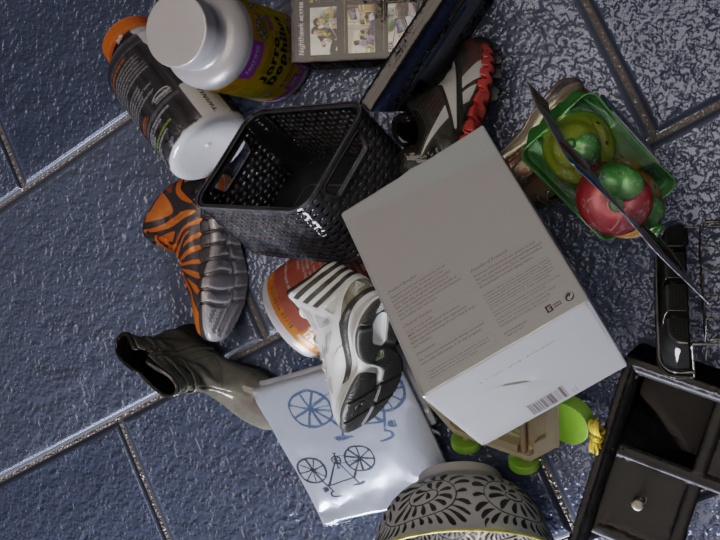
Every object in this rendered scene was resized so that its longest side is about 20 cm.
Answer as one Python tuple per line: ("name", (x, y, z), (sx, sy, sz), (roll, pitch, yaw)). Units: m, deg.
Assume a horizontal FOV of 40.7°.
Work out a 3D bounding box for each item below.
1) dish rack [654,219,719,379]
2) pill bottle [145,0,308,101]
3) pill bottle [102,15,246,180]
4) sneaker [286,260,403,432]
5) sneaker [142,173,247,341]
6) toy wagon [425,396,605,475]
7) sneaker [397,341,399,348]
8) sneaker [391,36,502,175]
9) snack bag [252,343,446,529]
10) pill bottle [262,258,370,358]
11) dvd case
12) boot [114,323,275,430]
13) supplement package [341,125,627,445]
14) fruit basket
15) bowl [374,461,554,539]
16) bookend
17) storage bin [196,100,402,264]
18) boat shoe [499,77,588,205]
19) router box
("dish rack", (0.368, 0.020, 0.871), (0.199, 0.055, 0.154), (-2, 53, 17))
("pill bottle", (-0.141, -0.242, 1.043), (0.104, 0.200, 0.105), (2, 95, 25))
("pill bottle", (-0.224, -0.208, 1.127), (0.106, 0.106, 0.200), (-47, 65, 20))
("sneaker", (-0.019, 0.068, 0.987), (0.115, 0.076, 0.201), (42, 143, 32))
("sneaker", (-0.200, -0.014, 1.162), (0.112, 0.078, 0.201), (-3, 81, 29))
("toy wagon", (0.151, 0.130, 0.960), (0.200, 0.040, 0.155), (14, 127, 33))
("sneaker", (0.088, 0.058, 1.026), (0.200, 0.077, 0.084), (-36, 87, 30))
("sneaker", (0.084, -0.161, 0.968), (0.098, 0.071, 0.201), (13, 61, 2))
("snack bag", (0.001, 0.188, 1.075), (0.188, 0.021, 0.200), (-19, 108, 23))
("pill bottle", (0.000, 0.000, 1.042), (0.200, 0.112, 0.112), (-36, 79, 23))
("dvd case", (0.069, -0.218, 0.950), (0.018, 0.200, 0.143), (37, 107, 8))
("boot", (-0.184, 0.133, 1.125), (0.200, 0.131, 0.068), (31, 106, 20))
("supplement package", (0.108, 0.016, 0.857), (0.152, 0.151, 0.200), (-31, 55, 11))
("fruit basket", (0.225, -0.078, 0.852), (0.185, 0.200, 0.094), (41, 104, -20))
("bowl", (0.104, 0.255, 0.996), (0.200, 0.201, 0.094), (-18, 53, 24))
("bookend", (0.324, 0.198, 0.917), (0.198, 0.092, 0.200), (20, 102, 22))
("storage bin", (-0.061, -0.092, 1.014), (0.200, 0.094, 0.135), (7, 61, 48))
("boat shoe", (0.173, -0.098, 0.980), (0.072, 0.076, 0.200), (42, 110, 14))
("router box", (0.001, -0.321, 1.040), (0.149, 0.051, 0.201), (1, 94, 13))
